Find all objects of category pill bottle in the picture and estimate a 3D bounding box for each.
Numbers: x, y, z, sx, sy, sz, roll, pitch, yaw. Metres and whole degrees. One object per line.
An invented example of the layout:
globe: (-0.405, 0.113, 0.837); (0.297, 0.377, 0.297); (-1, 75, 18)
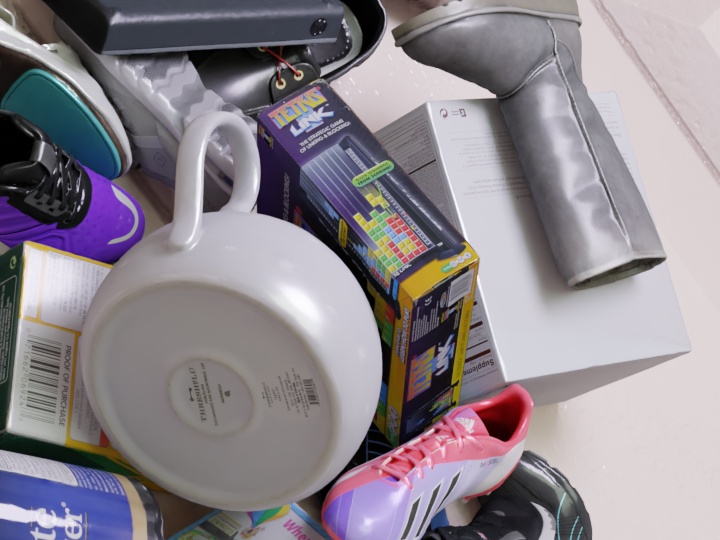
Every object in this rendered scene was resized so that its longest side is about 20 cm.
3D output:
pill bottle: (-0.224, 0.158, 1.349); (0.199, 0.112, 0.113); (15, 63, -34)

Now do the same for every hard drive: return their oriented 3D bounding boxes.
hard drive: (-0.128, -0.197, 1.576); (0.199, 0.033, 0.140); (-7, 39, -40)

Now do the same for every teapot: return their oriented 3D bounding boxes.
teapot: (-0.069, 0.035, 1.417); (0.197, 0.200, 0.146); (35, 36, -4)

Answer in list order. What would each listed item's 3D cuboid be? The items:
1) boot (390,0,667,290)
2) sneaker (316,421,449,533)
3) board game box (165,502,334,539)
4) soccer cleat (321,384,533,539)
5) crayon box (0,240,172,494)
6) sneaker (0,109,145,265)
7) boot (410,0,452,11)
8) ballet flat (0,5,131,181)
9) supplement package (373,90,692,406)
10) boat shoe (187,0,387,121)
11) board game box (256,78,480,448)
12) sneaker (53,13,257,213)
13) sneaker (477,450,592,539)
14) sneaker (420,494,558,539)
boot: (0.116, -0.084, 1.565); (0.181, 0.072, 0.201); (-7, 82, -38)
sneaker: (0.003, 0.121, 1.575); (0.078, 0.070, 0.201); (-9, 79, -48)
board game box: (-0.053, 0.217, 1.397); (0.134, 0.200, 0.034); (-30, 130, -23)
soccer cleat: (0.044, 0.125, 1.475); (0.067, 0.077, 0.200); (38, 29, 22)
crayon box: (-0.146, 0.070, 1.487); (0.199, 0.051, 0.127); (17, 64, -32)
sneaker: (-0.210, -0.054, 1.453); (0.199, 0.099, 0.070); (19, 63, -32)
boot: (0.074, -0.268, 1.803); (0.146, 0.070, 0.201); (11, 66, -43)
ballet flat: (-0.224, -0.137, 1.506); (0.200, 0.069, 0.070); (34, 54, -19)
supplement package: (0.099, -0.007, 1.653); (0.190, 0.147, 0.201); (-6, 76, -39)
boat shoe: (-0.062, -0.152, 1.642); (0.201, 0.063, 0.074); (-31, 95, -41)
board game box: (0.000, 0.000, 1.484); (0.057, 0.200, 0.165); (-33, 64, -20)
sneaker: (-0.143, -0.103, 1.549); (0.200, 0.082, 0.075); (48, 35, 13)
sneaker: (0.131, 0.212, 1.639); (0.079, 0.075, 0.201); (-38, 97, -39)
sneaker: (0.075, 0.187, 1.520); (0.087, 0.076, 0.200); (37, 19, -10)
